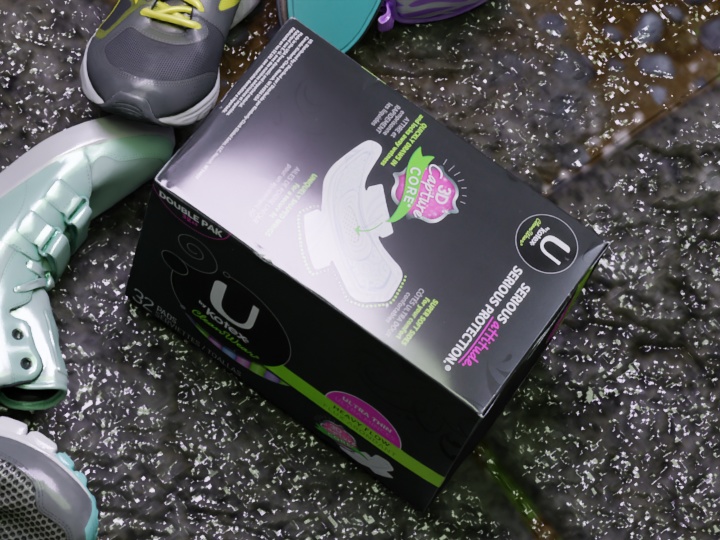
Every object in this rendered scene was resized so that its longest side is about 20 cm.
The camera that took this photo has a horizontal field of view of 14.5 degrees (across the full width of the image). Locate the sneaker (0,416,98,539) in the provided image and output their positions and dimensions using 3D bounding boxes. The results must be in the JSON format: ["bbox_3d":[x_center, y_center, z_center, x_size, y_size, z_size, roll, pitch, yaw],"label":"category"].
[{"bbox_3d":[-0.227,0.110,1.377,0.199,0.078,0.091,16,34,10],"label":"sneaker"}]

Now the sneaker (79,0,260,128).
[{"bbox_3d":[-0.096,-0.152,1.493,0.074,0.085,0.200,15,38,3],"label":"sneaker"}]

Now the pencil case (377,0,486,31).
[{"bbox_3d":[0.015,-0.230,1.586,0.085,0.084,0.201,-23,70,6],"label":"pencil case"}]

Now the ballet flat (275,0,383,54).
[{"bbox_3d":[-0.010,-0.214,1.519,0.073,0.073,0.201,9,111,-3],"label":"ballet flat"}]

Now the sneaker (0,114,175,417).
[{"bbox_3d":[-0.159,0.007,1.455,0.200,0.074,0.118,-33,74,-14],"label":"sneaker"}]

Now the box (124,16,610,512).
[{"bbox_3d":[0.000,0.000,1.445,0.200,0.149,0.124,36,64,6],"label":"box"}]
